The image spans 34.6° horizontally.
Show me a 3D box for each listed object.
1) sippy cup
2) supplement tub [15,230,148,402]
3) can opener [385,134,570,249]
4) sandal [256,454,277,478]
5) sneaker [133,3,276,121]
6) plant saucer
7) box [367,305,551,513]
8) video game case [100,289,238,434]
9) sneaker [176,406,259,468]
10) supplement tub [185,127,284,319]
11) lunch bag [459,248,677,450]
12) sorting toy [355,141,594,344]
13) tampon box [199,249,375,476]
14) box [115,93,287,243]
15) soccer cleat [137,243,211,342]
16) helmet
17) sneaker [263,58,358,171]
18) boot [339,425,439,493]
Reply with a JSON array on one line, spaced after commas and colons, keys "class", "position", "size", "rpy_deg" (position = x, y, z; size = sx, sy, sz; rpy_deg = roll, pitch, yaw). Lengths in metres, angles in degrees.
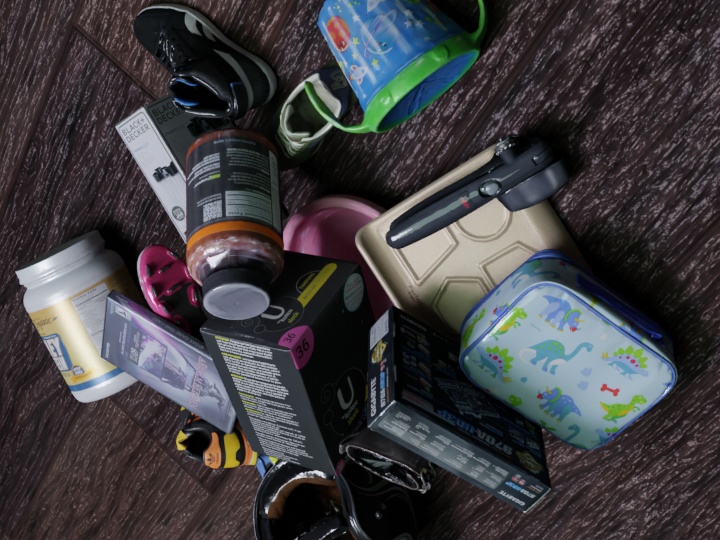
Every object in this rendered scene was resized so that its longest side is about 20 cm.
[{"class": "sippy cup", "position": [0.030, -0.230, 1.159], "size": [0.130, 0.178, 0.140], "rpy_deg": [54, 155, 5]}, {"class": "supplement tub", "position": [-0.365, 0.061, 1.572], "size": [0.144, 0.145, 0.200], "rpy_deg": [-17, 104, 39]}, {"class": "can opener", "position": [0.112, -0.075, 1.176], "size": [0.200, 0.063, 0.079], "rpy_deg": [-26, 97, 14]}, {"class": "sandal", "position": [-0.101, 0.274, 1.563], "size": [0.087, 0.079, 0.201], "rpy_deg": [-1, 110, 48]}, {"class": "sneaker", "position": [-0.203, -0.240, 1.322], "size": [0.200, 0.112, 0.073], "rpy_deg": [30, 127, 17]}, {"class": "plant saucer", "position": [0.000, 0.000, 1.356], "size": [0.200, 0.051, 0.201], "rpy_deg": [16, 123, 26]}, {"class": "box", "position": [0.100, 0.139, 1.190], "size": [0.200, 0.159, 0.046], "rpy_deg": [30, 119, -19]}, {"class": "video game case", "position": [-0.233, 0.116, 1.439], "size": [0.200, 0.019, 0.143], "rpy_deg": [31, 142, 7]}, {"class": "sneaker", "position": [-0.214, 0.212, 1.551], "size": [0.200, 0.090, 0.070], "rpy_deg": [20, 111, 54]}, {"class": "supplement tub", "position": [-0.137, -0.048, 1.252], "size": [0.107, 0.200, 0.107], "rpy_deg": [-4, 147, -2]}, {"class": "lunch bag", "position": [0.216, 0.083, 1.193], "size": [0.200, 0.083, 0.161], "rpy_deg": [33, 121, -13]}, {"class": "sorting toy", "position": [0.122, -0.014, 1.243], "size": [0.200, 0.036, 0.185], "rpy_deg": [-32, 95, 17]}, {"class": "tampon box", "position": [-0.064, 0.102, 1.309], "size": [0.126, 0.150, 0.200], "rpy_deg": [10, 135, 30]}, {"class": "box", "position": [-0.187, -0.116, 1.375], "size": [0.060, 0.117, 0.200], "rpy_deg": [-24, 99, 43]}, {"class": "soccer cleat", "position": [-0.223, 0.058, 1.443], "size": [0.086, 0.070, 0.200], "rpy_deg": [-7, 119, 57]}, {"class": "helmet", "position": [-0.023, 0.317, 1.452], "size": [0.200, 0.191, 0.201], "rpy_deg": [-11, 67, 28]}, {"class": "sneaker", "position": [-0.066, -0.168, 1.283], "size": [0.067, 0.090, 0.200], "rpy_deg": [50, 131, -1]}, {"class": "boot", "position": [0.096, 0.187, 1.300], "size": [0.199, 0.174, 0.069], "rpy_deg": [14, 128, 19]}]
